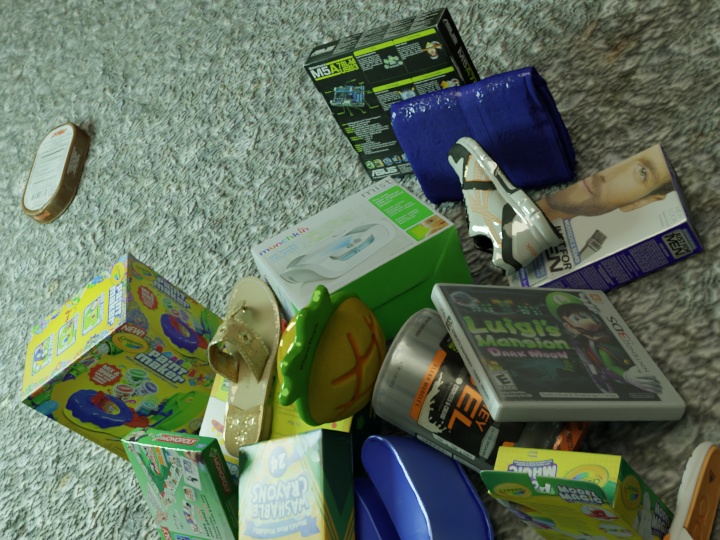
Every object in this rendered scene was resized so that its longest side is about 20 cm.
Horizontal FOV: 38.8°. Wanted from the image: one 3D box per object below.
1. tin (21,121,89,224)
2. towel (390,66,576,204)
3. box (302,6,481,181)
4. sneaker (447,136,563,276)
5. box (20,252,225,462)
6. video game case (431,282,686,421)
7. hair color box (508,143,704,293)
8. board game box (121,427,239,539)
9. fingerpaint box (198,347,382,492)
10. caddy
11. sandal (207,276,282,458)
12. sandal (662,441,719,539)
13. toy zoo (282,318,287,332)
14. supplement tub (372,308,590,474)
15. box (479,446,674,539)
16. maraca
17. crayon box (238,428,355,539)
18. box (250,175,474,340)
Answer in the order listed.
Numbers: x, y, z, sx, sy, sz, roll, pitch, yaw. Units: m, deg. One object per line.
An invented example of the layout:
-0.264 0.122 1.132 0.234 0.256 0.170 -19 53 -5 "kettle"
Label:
-0.547 -0.178 1.832 0.110 0.042 0.203 -12 55 27 "tin"
0.144 -0.158 1.204 0.197 0.149 0.050 -9 32 34 "towel"
0.056 -0.210 1.262 0.197 0.194 0.048 -9 37 35 "box"
0.136 -0.073 1.112 0.080 0.074 0.201 -42 41 9 "sneaker"
-0.286 0.118 1.295 0.191 0.199 0.123 -35 39 21 "box"
0.185 0.075 0.977 0.183 0.196 0.024 -114 33 -51 "video game case"
0.250 -0.038 1.091 0.198 0.065 0.111 -25 48 21 "hair color box"
-0.182 0.274 1.144 0.133 0.203 0.029 0 26 38 "board game box"
-0.083 0.193 1.155 0.197 0.073 0.170 8 78 32 "fingerpaint box"
0.057 0.256 1.022 0.142 0.104 0.201 -56 40 25 "caddy"
-0.136 0.097 1.133 0.076 0.069 0.216 -11 67 25 "sandal"
0.291 0.244 0.861 0.059 0.079 0.209 3 62 41 "sandal"
-0.089 0.112 1.289 0.130 0.020 0.202 26 80 45 "toy zoo"
0.121 0.131 1.002 0.198 0.123 0.124 26 78 17 "supplement tub"
0.193 0.203 0.878 0.116 0.200 0.049 -2 61 36 "box"
-0.034 0.084 1.004 0.105 0.200 0.140 13 81 18 "maraca"
-0.065 0.271 1.031 0.124 0.051 0.204 -19 66 37 "crayon box"
0.000 0.000 1.178 0.198 0.098 0.177 -28 33 -11 "box"
